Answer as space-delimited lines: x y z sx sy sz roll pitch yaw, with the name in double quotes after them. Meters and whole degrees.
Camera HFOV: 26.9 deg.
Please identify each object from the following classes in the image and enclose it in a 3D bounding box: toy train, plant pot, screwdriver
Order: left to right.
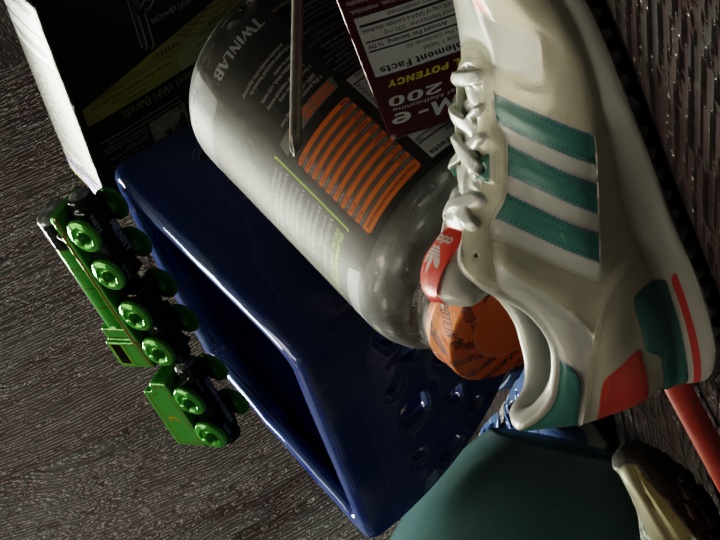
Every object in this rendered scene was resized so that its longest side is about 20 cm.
-0.129 0.031 0.899 0.042 0.056 0.201 -56 -48 -37 "toy train"
-0.031 -0.132 0.648 0.028 0.029 0.201 53 -144 -55 "screwdriver"
0.000 0.000 0.887 0.200 0.179 0.200 44 164 36 "plant pot"
0.110 0.173 0.924 0.200 0.199 0.136 -145 68 -88 "plant pot"

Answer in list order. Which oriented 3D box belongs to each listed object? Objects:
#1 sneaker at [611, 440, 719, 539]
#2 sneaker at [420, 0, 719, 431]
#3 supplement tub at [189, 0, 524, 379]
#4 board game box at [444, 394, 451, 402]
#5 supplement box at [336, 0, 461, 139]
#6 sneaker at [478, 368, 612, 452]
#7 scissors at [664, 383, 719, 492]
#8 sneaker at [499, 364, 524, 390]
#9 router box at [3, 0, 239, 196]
0.146 0.177 0.708 0.077 0.088 0.201 -74 -38 -72 "sneaker"
0.056 -0.032 0.551 0.070 0.093 0.201 -120 5 -79 "sneaker"
0.017 -0.047 0.721 0.200 0.122 0.123 46 169 31 "supplement tub"
0.032 0.029 1.150 0.135 0.028 0.201 -79 -34 -76 "board game box"
0.004 -0.166 0.594 0.109 0.061 0.201 -98 -12 -49 "supplement box"
0.124 0.115 1.037 0.200 0.077 0.076 70 177 -63 "sneaker"
0.163 0.118 0.599 0.201 0.014 0.073 66 -172 14 "scissors"
0.079 0.013 1.131 0.200 0.077 0.086 -117 6 -54 "sneaker"
-0.093 -0.150 0.863 0.052 0.200 0.158 42 157 34 "router box"
